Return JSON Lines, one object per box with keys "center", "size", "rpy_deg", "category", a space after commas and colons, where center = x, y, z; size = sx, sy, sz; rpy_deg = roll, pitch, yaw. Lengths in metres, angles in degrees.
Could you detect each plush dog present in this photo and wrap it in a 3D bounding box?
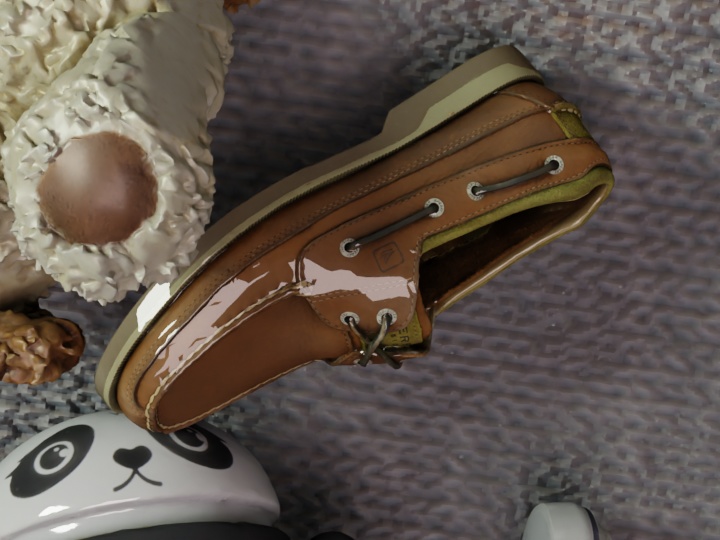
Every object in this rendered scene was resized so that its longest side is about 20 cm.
{"center": [-0.128, -0.057, 0.872], "size": [0.172, 0.160, 0.200], "rpy_deg": [-42, 80, 29], "category": "plush dog"}

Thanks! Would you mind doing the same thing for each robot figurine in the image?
{"center": [-0.077, 0.149, 0.901], "size": [0.125, 0.200, 0.150], "rpy_deg": [-23, 158, 29], "category": "robot figurine"}

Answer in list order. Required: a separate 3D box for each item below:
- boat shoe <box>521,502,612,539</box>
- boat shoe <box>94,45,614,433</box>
{"center": [0.100, 0.180, 0.998], "size": [0.066, 0.072, 0.200], "rpy_deg": [-6, 113, -5], "category": "boat shoe"}
{"center": [0.000, 0.000, 0.878], "size": [0.200, 0.072, 0.068], "rpy_deg": [-38, 69, -7], "category": "boat shoe"}
